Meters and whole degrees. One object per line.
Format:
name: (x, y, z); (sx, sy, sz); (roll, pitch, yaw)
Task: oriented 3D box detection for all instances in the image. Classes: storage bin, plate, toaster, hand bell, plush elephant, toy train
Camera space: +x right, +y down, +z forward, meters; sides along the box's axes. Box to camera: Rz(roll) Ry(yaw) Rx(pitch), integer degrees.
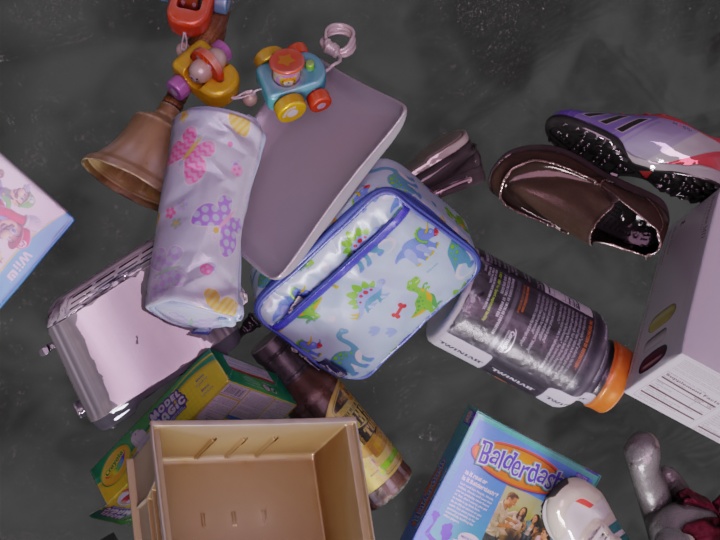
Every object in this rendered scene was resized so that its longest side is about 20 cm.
storage bin: (-0.096, 0.242, 1.518); (0.198, 0.094, 0.201); (1, 66, -26)
plate: (-0.058, -0.096, 1.605); (0.201, 0.199, 0.032); (-52, 128, -3)
toaster: (-0.205, 0.050, 1.619); (0.199, 0.114, 0.130); (-32, 97, -6)
hand bell: (-0.178, -0.168, 1.633); (0.103, 0.104, 0.202); (28, 77, -11)
plush elephant: (0.370, 0.265, 1.715); (0.153, 0.165, 0.201); (-17, 126, 5)
toy train: (-0.108, -0.222, 1.598); (0.198, 0.056, 0.152); (16, 64, 6)

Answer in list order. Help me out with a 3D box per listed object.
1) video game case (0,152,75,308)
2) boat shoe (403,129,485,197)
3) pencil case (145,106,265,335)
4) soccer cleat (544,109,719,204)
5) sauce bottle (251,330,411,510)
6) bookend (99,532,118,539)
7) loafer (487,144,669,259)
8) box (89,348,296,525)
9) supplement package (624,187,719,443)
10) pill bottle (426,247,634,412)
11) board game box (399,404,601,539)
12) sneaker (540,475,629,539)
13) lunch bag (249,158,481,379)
video game case: (-0.393, -0.061, 1.624); (0.200, 0.018, 0.143); (42, 86, -10)
boat shoe: (0.035, -0.064, 1.674); (0.199, 0.067, 0.057); (-32, 105, -3)
pencil case: (-0.140, -0.048, 1.548); (0.090, 0.083, 0.203); (0, 74, 18)
soccer cleat: (0.282, -0.131, 1.723); (0.198, 0.068, 0.074); (18, 66, -6)
sauce bottle: (-0.031, 0.145, 1.679); (0.065, 0.065, 0.200); (-41, 101, -5)
bookend: (-0.290, 0.352, 1.581); (0.197, 0.200, 0.093); (-30, 98, -7)
loafer: (0.224, -0.067, 1.695); (0.198, 0.071, 0.074); (15, 117, -11)
box: (-0.166, 0.169, 1.616); (0.200, 0.048, 0.117); (-46, 145, 12)
supplement package: (0.371, 0.052, 1.679); (0.155, 0.111, 0.202); (27, 58, -11)
pill bottle: (0.173, 0.067, 1.688); (0.198, 0.106, 0.107); (28, 89, -11)
board game box: (0.132, 0.261, 1.726); (0.151, 0.045, 0.202); (28, 89, -11)
sneaker: (0.254, 0.287, 1.695); (0.070, 0.093, 0.201); (-40, 123, -16)
lunch bag: (0.000, 0.000, 1.623); (0.200, 0.083, 0.160); (-40, 123, 17)
